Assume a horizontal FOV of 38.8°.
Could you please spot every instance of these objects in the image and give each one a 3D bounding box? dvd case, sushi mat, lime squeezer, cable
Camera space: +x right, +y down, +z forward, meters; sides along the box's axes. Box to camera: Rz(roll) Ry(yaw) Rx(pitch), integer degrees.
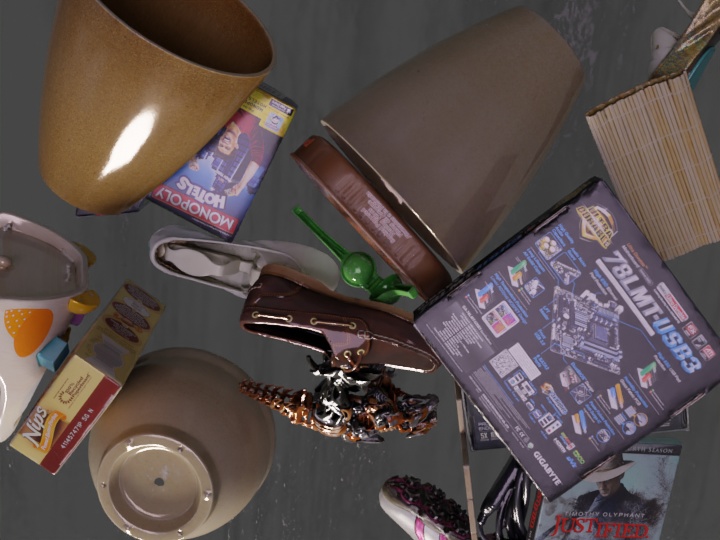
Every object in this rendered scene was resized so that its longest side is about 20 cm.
[{"bbox_3d":[0.239,0.262,1.039,0.145,0.022,0.202,6,103,-16],"label":"dvd case"},{"bbox_3d":[0.285,-0.090,0.959,0.095,0.012,0.201,-24,126,12],"label":"sushi mat"},{"bbox_3d":[0.000,0.000,0.992,0.070,0.200,0.038,33,93,-45],"label":"lime squeezer"},{"bbox_3d":[0.223,0.225,1.056,0.162,0.051,0.201,30,94,-15],"label":"cable"}]

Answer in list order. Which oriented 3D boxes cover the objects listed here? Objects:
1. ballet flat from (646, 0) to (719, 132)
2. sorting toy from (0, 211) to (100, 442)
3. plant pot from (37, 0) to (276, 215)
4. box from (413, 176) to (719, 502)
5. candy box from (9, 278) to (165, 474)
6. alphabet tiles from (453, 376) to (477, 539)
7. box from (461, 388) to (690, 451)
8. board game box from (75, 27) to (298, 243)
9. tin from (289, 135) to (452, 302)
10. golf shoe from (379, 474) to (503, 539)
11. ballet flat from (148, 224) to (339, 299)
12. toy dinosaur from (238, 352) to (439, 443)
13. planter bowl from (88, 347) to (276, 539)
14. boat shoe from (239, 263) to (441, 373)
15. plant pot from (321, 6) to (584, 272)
[{"bbox_3d":[0.308,-0.222,0.938,0.070,0.071,0.201,31,108,-4],"label":"ballet flat"},{"bbox_3d":[-0.339,0.068,1.028,0.106,0.200,0.181,14,112,-22],"label":"sorting toy"},{"bbox_3d":[-0.201,-0.151,0.888,0.186,0.187,0.200,34,119,-5],"label":"plant pot"},{"bbox_3d":[0.179,0.059,0.864,0.198,0.050,0.200,-38,94,7],"label":"box"},{"bbox_3d":[-0.261,0.097,1.001,0.055,0.200,0.116,37,106,-10],"label":"candy box"},{"bbox_3d":[0.104,0.190,0.995,0.007,0.200,0.169,-6,105,4],"label":"alphabet tiles"},{"bbox_3d":[0.195,0.091,0.979,0.198,0.164,0.087,-7,105,8],"label":"box"},{"bbox_3d":[-0.189,-0.121,1.007,0.199,0.062,0.201,28,107,-3],"label":"board game box"},{"bbox_3d":[0.012,-0.049,0.982,0.042,0.112,0.200,-42,99,3],"label":"tin"},{"bbox_3d":[0.092,0.301,1.094,0.199,0.073,0.092,38,107,-6],"label":"golf shoe"},{"bbox_3d":[-0.121,-0.001,1.032,0.198,0.069,0.070,12,106,1],"label":"ballet flat"},{"bbox_3d":[-0.018,0.130,1.047,0.198,0.102,0.137,-8,129,-21],"label":"toy dinosaur"},{"bbox_3d":[-0.197,0.196,1.059,0.198,0.135,0.202,1,105,5],"label":"planter bowl"},{"bbox_3d":[-0.017,0.062,0.969,0.198,0.071,0.071,18,146,7],"label":"boat shoe"},{"bbox_3d":[0.099,-0.135,0.925,0.200,0.187,0.187,-44,98,0],"label":"plant pot"}]
